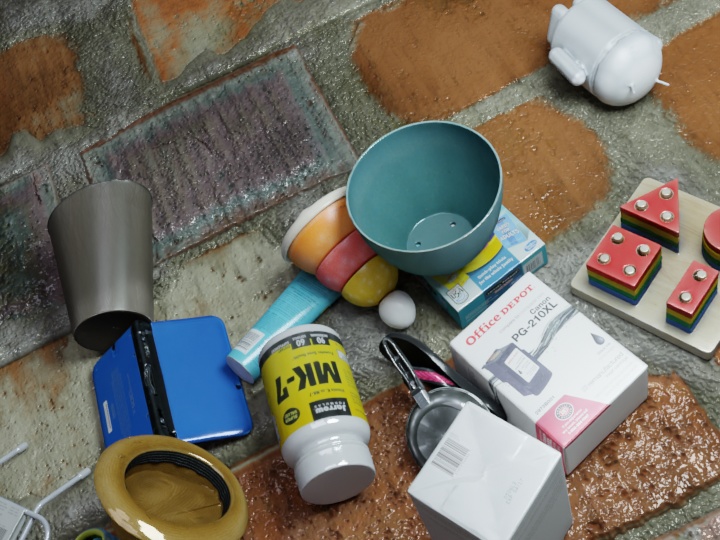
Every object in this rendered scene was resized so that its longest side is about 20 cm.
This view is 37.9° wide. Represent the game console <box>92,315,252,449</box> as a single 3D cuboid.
[{"bbox_3d":[-0.260,0.174,1.423,0.171,0.118,0.201,-42,49,25],"label":"game console"}]

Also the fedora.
[{"bbox_3d":[-0.232,0.284,1.256,0.201,0.199,0.082,50,121,35],"label":"fedora"}]

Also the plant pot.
[{"bbox_3d":[0.093,-0.072,1.351,0.198,0.135,0.202,-8,56,12],"label":"plant pot"}]

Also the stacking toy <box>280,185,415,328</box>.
[{"bbox_3d":[0.000,0.000,1.409,0.146,0.146,0.201,-36,76,-9],"label":"stacking toy"}]

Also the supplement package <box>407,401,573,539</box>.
[{"bbox_3d":[0.146,0.257,1.135,0.119,0.201,0.122,26,67,29],"label":"supplement package"}]

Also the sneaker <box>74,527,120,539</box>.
[{"bbox_3d":[-0.266,0.374,1.219,0.199,0.131,0.080,27,75,30],"label":"sneaker"}]

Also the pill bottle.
[{"bbox_3d":[-0.053,0.178,1.301,0.113,0.115,0.201,-21,54,1],"label":"pill bottle"}]

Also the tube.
[{"bbox_3d":[-0.100,0.065,1.434,0.077,0.051,0.200,34,65,19],"label":"tube"}]

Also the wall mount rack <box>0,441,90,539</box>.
[{"bbox_3d":[-0.453,0.308,1.362,0.198,0.075,0.175,15,66,24],"label":"wall mount rack"}]

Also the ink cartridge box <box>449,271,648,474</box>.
[{"bbox_3d":[0.226,0.120,1.274,0.144,0.085,0.200,-40,56,-12],"label":"ink cartridge box"}]

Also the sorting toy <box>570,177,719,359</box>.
[{"bbox_3d":[0.400,-0.023,1.327,0.199,0.070,0.199,28,69,30],"label":"sorting toy"}]

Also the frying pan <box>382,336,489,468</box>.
[{"bbox_3d":[0.097,0.162,1.262,0.114,0.031,0.192,-15,88,19],"label":"frying pan"}]

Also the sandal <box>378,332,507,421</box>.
[{"bbox_3d":[0.093,0.143,1.304,0.199,0.075,0.045,35,63,29],"label":"sandal"}]

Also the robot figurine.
[{"bbox_3d":[0.353,-0.314,1.508,0.168,0.114,0.200,-25,52,-19],"label":"robot figurine"}]

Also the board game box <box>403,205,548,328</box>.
[{"bbox_3d":[0.133,-0.040,1.431,0.150,0.047,0.200,-37,55,-9],"label":"board game box"}]

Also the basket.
[{"bbox_3d":[-0.364,0.002,1.500,0.180,0.135,0.202,-33,55,28],"label":"basket"}]
